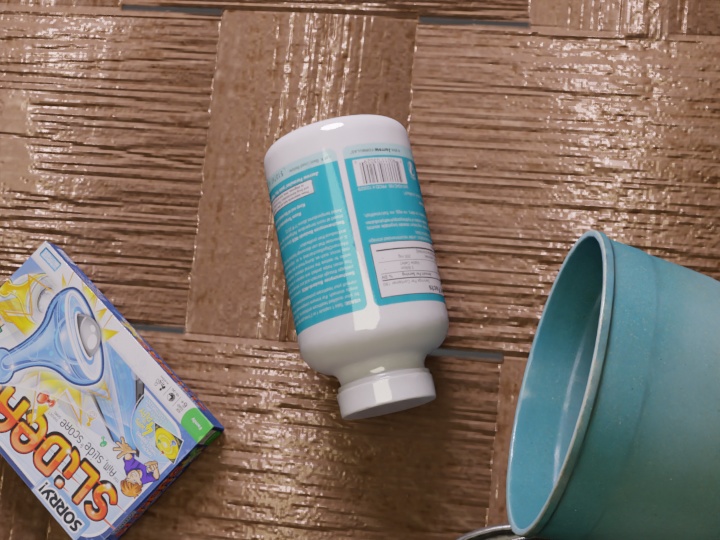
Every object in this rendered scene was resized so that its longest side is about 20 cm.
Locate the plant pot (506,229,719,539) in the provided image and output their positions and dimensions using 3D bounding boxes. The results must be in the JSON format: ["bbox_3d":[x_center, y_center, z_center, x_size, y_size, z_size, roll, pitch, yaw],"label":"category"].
[{"bbox_3d":[0.212,0.095,0.877,0.185,0.200,0.203,14,83,-3],"label":"plant pot"}]

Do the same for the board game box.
[{"bbox_3d":[-0.217,0.096,1.024,0.135,0.034,0.200,-46,76,0],"label":"board game box"}]

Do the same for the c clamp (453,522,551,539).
[{"bbox_3d":[0.143,0.264,0.938,0.169,0.027,0.202,-26,78,10],"label":"c clamp"}]

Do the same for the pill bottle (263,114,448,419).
[{"bbox_3d":[0.000,0.000,0.963,0.109,0.111,0.203,-13,78,8],"label":"pill bottle"}]
